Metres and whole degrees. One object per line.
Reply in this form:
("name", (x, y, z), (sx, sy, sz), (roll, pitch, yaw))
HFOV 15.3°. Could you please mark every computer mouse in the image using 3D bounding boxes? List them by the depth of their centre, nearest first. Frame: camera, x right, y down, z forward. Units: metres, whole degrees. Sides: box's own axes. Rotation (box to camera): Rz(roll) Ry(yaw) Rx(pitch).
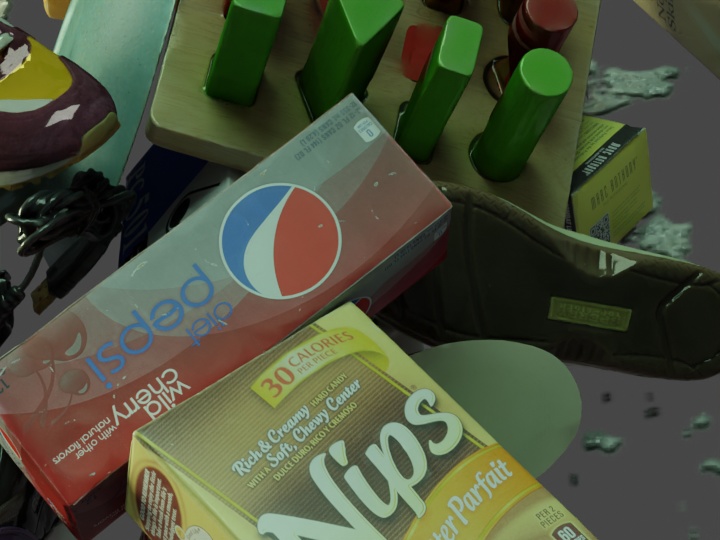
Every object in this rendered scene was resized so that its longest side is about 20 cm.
("computer mouse", (-0.181, 0.025, 1.197), (0.046, 0.200, 0.140), (41, 16, 5))

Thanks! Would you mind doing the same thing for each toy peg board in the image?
("toy peg board", (0.023, -0.139, 1.246), (0.199, 0.098, 0.200), (16, 62, -7))

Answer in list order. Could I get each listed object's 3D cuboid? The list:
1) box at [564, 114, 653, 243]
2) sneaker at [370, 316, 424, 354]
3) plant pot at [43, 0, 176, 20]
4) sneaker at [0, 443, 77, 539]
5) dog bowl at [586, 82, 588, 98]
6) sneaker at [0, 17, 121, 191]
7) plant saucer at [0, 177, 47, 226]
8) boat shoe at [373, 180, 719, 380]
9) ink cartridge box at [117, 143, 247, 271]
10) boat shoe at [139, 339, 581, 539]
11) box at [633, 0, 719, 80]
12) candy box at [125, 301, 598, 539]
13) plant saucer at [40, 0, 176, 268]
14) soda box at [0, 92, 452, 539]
("box", (0.044, -0.055, 1.354), (0.199, 0.050, 0.075), (15, 38, 32))
("sneaker", (0.000, 0.000, 1.257), (0.073, 0.071, 0.200), (-10, 32, -3))
("plant pot", (-0.078, -0.233, 1.555), (0.182, 0.201, 0.201), (9, 33, -2))
("sneaker", (-0.151, 0.076, 1.158), (0.075, 0.088, 0.200), (-1, 32, 12))
("dog bowl", (0.025, -0.132, 1.396), (0.199, 0.059, 0.200), (9, 11, -2))
("sneaker", (-0.192, -0.100, 1.181), (0.199, 0.091, 0.075), (17, 42, 35))
("plant saucer", (-0.236, -0.055, 1.233), (0.199, 0.028, 0.201), (-7, 33, 5))
("boat shoe", (0.069, 0.007, 1.200), (0.199, 0.072, 0.076), (18, 3, -14))
("ink cartridge box", (-0.074, -0.014, 1.278), (0.094, 0.044, 0.200), (-48, 22, 24))
("boat shoe", (-0.001, 0.084, 1.135), (0.199, 0.072, 0.063), (-22, -5, -21))
("box", (0.202, -0.175, 1.466), (0.077, 0.095, 0.200), (-17, 31, -13))
("candy box", (0.016, 0.114, 1.022), (0.115, 0.055, 0.200), (-30, 61, -31))
("plant saucer", (-0.133, -0.092, 1.321), (0.038, 0.202, 0.201), (17, 30, -11))
("soda box", (-0.058, 0.020, 1.096), (0.200, 0.063, 0.070), (-38, 75, -12))
